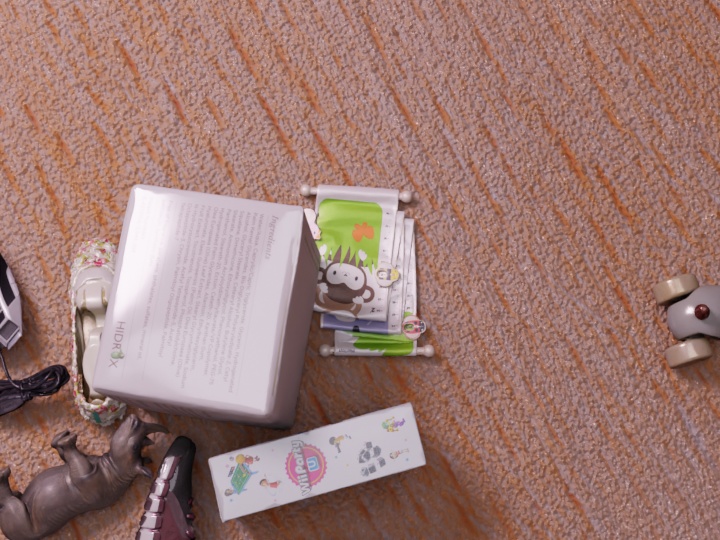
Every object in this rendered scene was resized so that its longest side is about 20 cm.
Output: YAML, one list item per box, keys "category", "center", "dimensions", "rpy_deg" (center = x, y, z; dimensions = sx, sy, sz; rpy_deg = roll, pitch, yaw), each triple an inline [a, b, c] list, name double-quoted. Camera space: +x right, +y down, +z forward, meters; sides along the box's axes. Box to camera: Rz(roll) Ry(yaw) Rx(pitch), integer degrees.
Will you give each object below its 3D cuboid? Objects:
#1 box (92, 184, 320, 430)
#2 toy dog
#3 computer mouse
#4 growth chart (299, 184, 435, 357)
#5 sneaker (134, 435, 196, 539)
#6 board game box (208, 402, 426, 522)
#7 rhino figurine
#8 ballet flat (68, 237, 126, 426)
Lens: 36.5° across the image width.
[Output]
- category: "box"
  center: [-0.140, 0.044, 1.071]
  dimensions: [0.169, 0.199, 0.203]
  rpy_deg: [9, 79, 4]
- category: "toy dog"
  center: [0.406, 0.033, 1.158]
  dimensions: [0.199, 0.096, 0.133]
  rpy_deg: [-33, 82, -9]
- category: "computer mouse"
  center: [-0.377, 0.048, 1.136]
  dimensions: [0.109, 0.044, 0.202]
  rpy_deg: [-26, 79, 19]
- category: "growth chart"
  center: [0.000, 0.000, 1.185]
  dimensions: [0.142, 0.018, 0.203]
  rpy_deg: [-5, 78, -3]
- category: "sneaker"
  center: [-0.168, 0.276, 1.098]
  dimensions: [0.114, 0.076, 0.203]
  rpy_deg: [17, 88, -4]
- category: "board game box"
  center: [-0.044, 0.187, 1.078]
  dimensions: [0.197, 0.148, 0.065]
  rpy_deg: [-14, 82, -5]
- category: "rhino figurine"
  center: [-0.284, 0.206, 1.104]
  dimensions: [0.198, 0.060, 0.088]
  rpy_deg: [-26, 101, -8]
- category: "ballet flat"
  center: [-0.269, 0.059, 1.135]
  dimensions: [0.074, 0.064, 0.203]
  rpy_deg: [-7, 78, -3]
